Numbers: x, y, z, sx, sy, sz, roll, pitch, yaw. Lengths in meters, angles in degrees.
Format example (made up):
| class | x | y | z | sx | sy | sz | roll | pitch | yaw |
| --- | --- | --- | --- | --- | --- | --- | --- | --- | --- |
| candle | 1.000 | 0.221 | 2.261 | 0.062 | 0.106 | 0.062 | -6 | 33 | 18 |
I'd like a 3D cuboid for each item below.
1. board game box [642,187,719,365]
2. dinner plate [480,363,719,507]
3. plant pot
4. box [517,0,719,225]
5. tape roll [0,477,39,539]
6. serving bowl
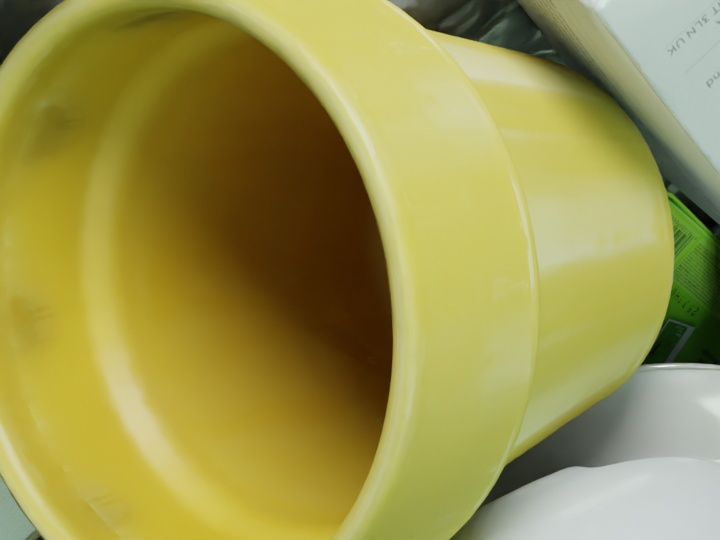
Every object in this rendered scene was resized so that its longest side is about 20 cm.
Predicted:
| class | x | y | z | sx | sy | sz | roll | pitch | yaw |
| --- | --- | --- | --- | --- | --- | --- | --- | --- | --- |
| board game box | 0.127 | 0.037 | 1.038 | 0.102 | 0.048 | 0.200 | -48 | 136 | 5 |
| dinner plate | 0.113 | 0.116 | 0.964 | 0.200 | 0.024 | 0.200 | 0 | 128 | -1 |
| plant pot | 0.000 | 0.000 | 0.828 | 0.189 | 0.201 | 0.201 | -10 | 128 | -48 |
| box | 0.155 | -0.132 | 0.872 | 0.199 | 0.131 | 0.200 | -45 | 135 | 1 |
| tape roll | -0.101 | 0.111 | 0.938 | 0.203 | 0.037 | 0.203 | -20 | 132 | -24 |
| serving bowl | 0.051 | 0.115 | 0.858 | 0.200 | 0.066 | 0.200 | -27 | 170 | -5 |
